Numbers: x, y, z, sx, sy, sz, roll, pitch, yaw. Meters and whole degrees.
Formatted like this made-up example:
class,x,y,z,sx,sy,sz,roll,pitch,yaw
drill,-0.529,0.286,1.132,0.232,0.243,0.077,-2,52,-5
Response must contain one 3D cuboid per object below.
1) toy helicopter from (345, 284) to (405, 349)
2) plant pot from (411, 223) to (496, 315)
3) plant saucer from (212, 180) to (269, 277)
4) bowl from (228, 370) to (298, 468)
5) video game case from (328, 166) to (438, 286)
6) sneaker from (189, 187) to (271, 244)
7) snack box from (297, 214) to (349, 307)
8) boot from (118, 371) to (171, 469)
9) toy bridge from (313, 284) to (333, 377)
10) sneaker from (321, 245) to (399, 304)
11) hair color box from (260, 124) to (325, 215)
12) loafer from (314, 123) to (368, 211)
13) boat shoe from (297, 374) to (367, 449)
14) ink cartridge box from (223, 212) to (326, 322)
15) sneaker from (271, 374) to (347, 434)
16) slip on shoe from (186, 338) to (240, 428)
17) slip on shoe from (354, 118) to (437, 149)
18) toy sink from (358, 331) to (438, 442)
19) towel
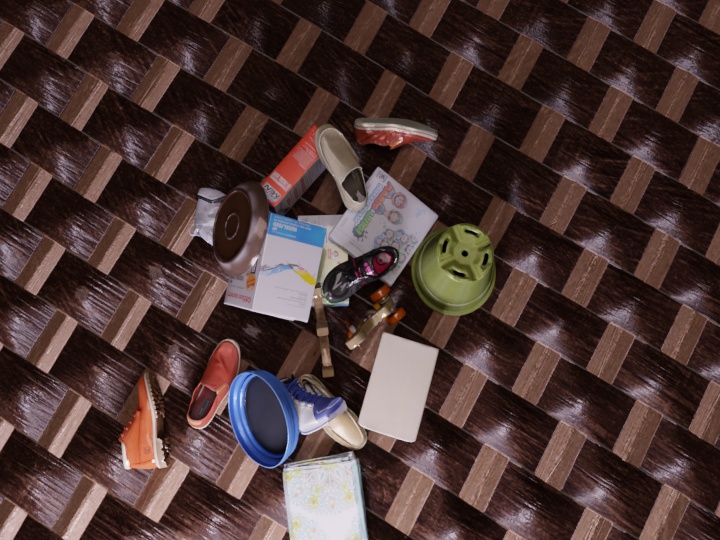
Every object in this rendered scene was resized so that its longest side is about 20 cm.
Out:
class,x,y,z,sx,sy,sz,roll,pitch,yaw
toy helicopter,0.008,0.118,1.645,0.131,0.200,0.080,-35,94,27
plant pot,0.214,-0.018,1.666,0.194,0.190,0.206,0,79,-2
plant saucer,-0.258,-0.091,1.612,0.032,0.198,0.206,14,76,-39
bowl,-0.201,0.306,1.610,0.039,0.200,0.205,-15,75,-44
video game case,0.053,-0.100,1.743,0.181,0.024,0.202,37,75,-4
sneaker,-0.289,-0.104,1.736,0.195,0.075,0.118,18,81,7
snack box,-0.084,-0.022,1.739,0.113,0.037,0.206,-1,79,-2
boot,-0.471,0.323,1.652,0.104,0.075,0.206,-8,80,3
toy bridge,-0.084,0.125,1.690,0.026,0.067,0.206,-8,99,-2
sneaker,0.000,0.000,1.662,0.198,0.084,0.078,-34,88,-13
hair color box,-0.144,-0.218,1.740,0.064,0.111,0.201,38,80,7
loafer,-0.032,-0.225,1.678,0.075,0.068,0.203,-33,104,-17
boat shoe,-0.065,0.306,1.656,0.199,0.076,0.072,42,81,7
ink cartridge box,-0.182,-0.008,1.640,0.142,0.146,0.206,13,87,-35
sneaker,-0.129,0.274,1.604,0.080,0.197,0.118,-26,93,-47
slip on shoe,-0.317,0.245,1.673,0.073,0.061,0.204,24,78,6
slip on shoe,0.081,-0.313,1.783,0.194,0.074,0.063,1,115,-7
toy sink,0.078,0.255,1.651,0.127,0.112,0.205,15,74,2
towel,-0.073,0.498,1.636,0.166,0.048,0.206,-8,79,1
